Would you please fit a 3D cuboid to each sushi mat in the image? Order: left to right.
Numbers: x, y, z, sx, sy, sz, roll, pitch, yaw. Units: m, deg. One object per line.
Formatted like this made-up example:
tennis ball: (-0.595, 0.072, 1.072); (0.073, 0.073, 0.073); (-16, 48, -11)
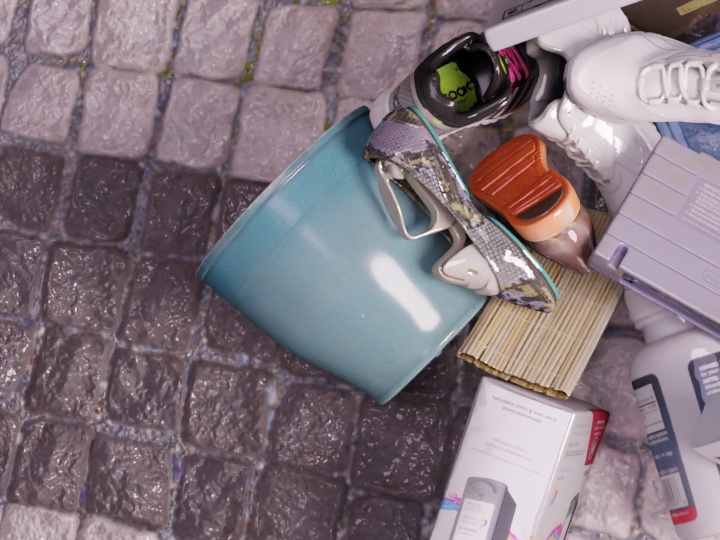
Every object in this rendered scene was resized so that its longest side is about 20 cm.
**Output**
sushi mat: (0.159, 0.017, 1.270); (0.095, 0.012, 0.200); (20, 50, 17)

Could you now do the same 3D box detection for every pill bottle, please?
pill bottle: (0.277, 0.099, 1.232); (0.119, 0.120, 0.201); (-18, 79, 16)

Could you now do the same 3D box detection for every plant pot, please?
plant pot: (0.000, 0.000, 1.306); (0.188, 0.200, 0.200); (44, 99, 1)

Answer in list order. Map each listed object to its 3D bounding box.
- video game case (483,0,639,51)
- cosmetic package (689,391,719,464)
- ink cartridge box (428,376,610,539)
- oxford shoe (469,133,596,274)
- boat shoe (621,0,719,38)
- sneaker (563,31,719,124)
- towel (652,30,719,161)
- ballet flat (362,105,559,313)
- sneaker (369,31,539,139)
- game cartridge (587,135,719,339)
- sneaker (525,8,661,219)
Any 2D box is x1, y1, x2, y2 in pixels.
video game case: (0.204, -0.245, 1.260); (0.199, 0.182, 0.024); (-17, 113, 21)
cosmetic package: (0.353, 0.137, 1.098); (0.199, 0.151, 0.052); (28, 68, -8)
ink cartridge box: (0.119, 0.192, 1.260); (0.085, 0.148, 0.201); (18, 92, 19)
oxford shoe: (0.141, -0.052, 1.279); (0.071, 0.200, 0.073); (-36, 113, 9)
boat shoe: (0.252, -0.239, 1.310); (0.199, 0.072, 0.076); (-16, 49, 21)
sneaker: (0.255, -0.144, 1.205); (0.199, 0.087, 0.075); (4, 95, -2)
towel: (0.327, -0.151, 1.278); (0.199, 0.049, 0.112); (-23, 79, 15)
ballet flat: (0.070, -0.032, 1.222); (0.072, 0.072, 0.201); (-37, 96, 11)
sneaker: (0.102, -0.159, 1.285); (0.087, 0.199, 0.074); (-27, 92, 56)
game cartridge: (0.288, -0.007, 1.194); (0.199, 0.038, 0.130); (30, 61, 9)
sneaker: (0.181, -0.115, 1.275); (0.099, 0.078, 0.201); (-24, 99, -23)
